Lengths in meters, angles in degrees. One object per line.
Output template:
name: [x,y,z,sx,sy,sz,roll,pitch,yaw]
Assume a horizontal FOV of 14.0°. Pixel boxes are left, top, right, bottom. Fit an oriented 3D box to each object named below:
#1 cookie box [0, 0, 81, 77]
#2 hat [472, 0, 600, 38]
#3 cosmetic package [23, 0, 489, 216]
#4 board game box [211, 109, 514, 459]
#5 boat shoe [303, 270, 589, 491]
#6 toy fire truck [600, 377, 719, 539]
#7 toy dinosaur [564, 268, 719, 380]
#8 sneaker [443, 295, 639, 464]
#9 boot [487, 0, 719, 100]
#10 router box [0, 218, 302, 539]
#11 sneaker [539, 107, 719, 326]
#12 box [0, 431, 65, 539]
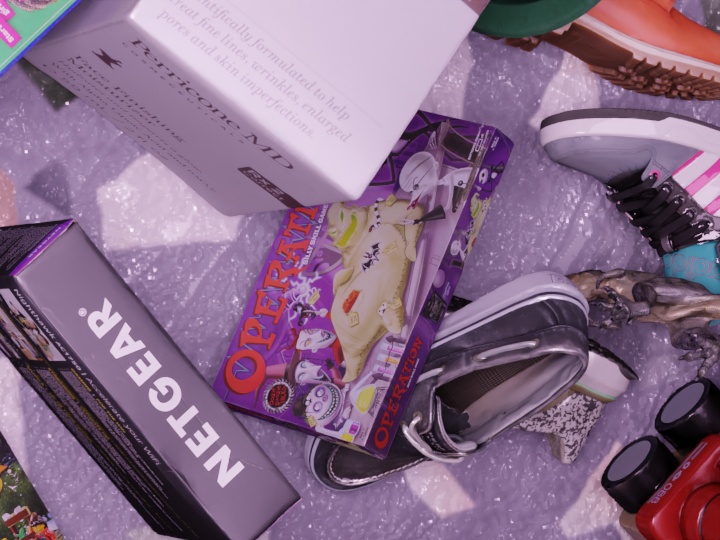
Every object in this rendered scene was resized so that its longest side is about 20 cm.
cookie box: [-0.236,-0.119,1.568,0.075,0.171,0.200,48,72,-13]
hat: [0.127,-0.223,1.746,0.200,0.176,0.166,41,113,15]
cosmetic package: [-0.057,-0.145,1.629,0.165,0.200,0.165,38,75,-17]
board game box: [0.000,0.000,1.698,0.032,0.120,0.200,34,74,-48]
boat shoe: [0.046,0.075,1.684,0.200,0.071,0.072,-37,122,23]
toy fire truck: [0.247,0.102,1.746,0.176,0.200,0.129,-46,106,-10]
toy dinosaur: [0.187,0.026,1.732,0.088,0.199,0.048,-30,126,-61]
sneaker: [0.067,0.066,1.752,0.199,0.077,0.089,18,95,-18]
boot: [0.163,-0.171,1.795,0.200,0.075,0.108,22,76,-20]
router box: [-0.133,0.064,1.619,0.051,0.149,0.200,-43,105,-17]
sneaker: [0.195,-0.024,1.801,0.199,0.084,0.121,13,74,-24]
box: [-0.251,0.195,1.614,0.200,0.038,0.137,-36,108,-24]
